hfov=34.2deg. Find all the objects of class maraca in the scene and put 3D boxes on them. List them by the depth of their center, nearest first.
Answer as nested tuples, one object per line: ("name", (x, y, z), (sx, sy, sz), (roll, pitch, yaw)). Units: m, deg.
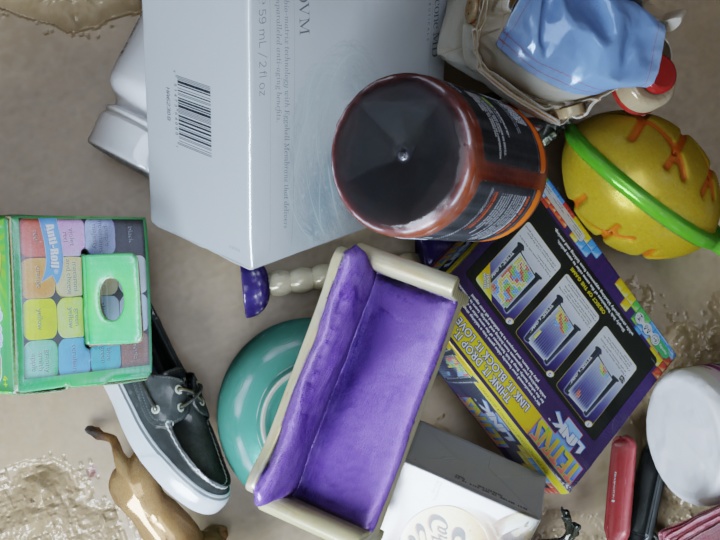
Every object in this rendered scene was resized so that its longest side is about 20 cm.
("maraca", (0.243, -0.059, 0.954), (0.199, 0.138, 0.107), (28, 114, -29))

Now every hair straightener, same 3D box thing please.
("hair straightener", (0.244, 0.245, 0.996), (0.076, 0.041, 0.202), (10, 78, -21))

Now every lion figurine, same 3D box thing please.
("lion figurine", (-0.151, 0.199, 0.919), (0.200, 0.122, 0.073), (44, 85, -3))

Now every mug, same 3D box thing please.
("mug", (-0.031, 0.102, 0.939), (0.151, 0.114, 0.186), (33, 86, -5))

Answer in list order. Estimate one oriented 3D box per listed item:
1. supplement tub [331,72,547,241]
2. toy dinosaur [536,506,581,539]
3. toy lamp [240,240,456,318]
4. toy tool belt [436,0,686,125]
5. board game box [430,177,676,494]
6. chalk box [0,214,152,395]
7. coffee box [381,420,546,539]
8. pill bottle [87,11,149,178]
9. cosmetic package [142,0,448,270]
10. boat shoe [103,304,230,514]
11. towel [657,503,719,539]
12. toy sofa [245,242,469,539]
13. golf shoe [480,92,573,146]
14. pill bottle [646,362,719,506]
("supplement tub", (0.068, -0.073, 0.824), (0.106, 0.199, 0.108), (0, 89, 27))
("toy dinosaur", (0.136, 0.231, 0.991), (0.198, 0.048, 0.089), (24, 104, -7))
("toy lamp", (0.000, 0.000, 0.975), (0.198, 0.058, 0.059), (-6, 90, -6))
("toy tool belt", (0.163, -0.169, 0.834), (0.198, 0.123, 0.126), (15, 76, -18))
("board game box", (0.144, 0.051, 0.952), (0.165, 0.057, 0.201), (-44, 103, -24))
("chalk box", (-0.236, 0.023, 0.861), (0.123, 0.199, 0.126), (-1, 88, -50))
("coffee box", (0.055, 0.238, 0.920), (0.112, 0.080, 0.202), (23, 109, 6))
("pill bottle", (-0.129, -0.168, 0.933), (0.113, 0.113, 0.201), (27, 86, -5))
("cosmetic package", (-0.043, -0.134, 0.862), (0.199, 0.122, 0.201), (-22, 124, -42))
("boat shoe", (-0.156, 0.096, 0.920), (0.057, 0.068, 0.201), (-43, 71, 21))
("towel", (0.311, 0.233, 0.959), (0.143, 0.201, 0.023), (-27, 48, -6))
("toy sofa", (0.001, 0.088, 0.825), (0.082, 0.098, 0.202), (20, 85, 18))
("golf shoe", (0.118, -0.125, 0.982), (0.200, 0.077, 0.088), (-40, 86, -6))
("pill bottle", (0.348, 0.125, 0.974), (0.198, 0.112, 0.114), (-7, 90, -21))
